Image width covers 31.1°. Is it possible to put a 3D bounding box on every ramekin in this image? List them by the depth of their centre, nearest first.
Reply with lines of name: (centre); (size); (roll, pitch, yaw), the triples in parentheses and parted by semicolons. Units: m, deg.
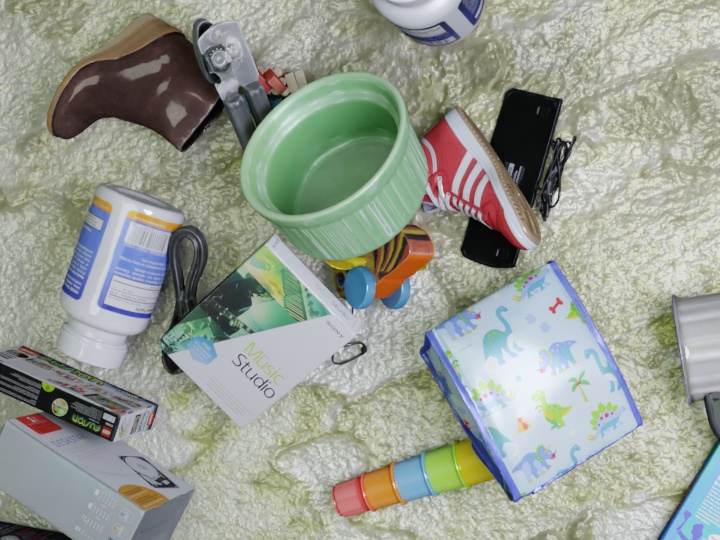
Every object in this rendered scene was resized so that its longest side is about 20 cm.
ramekin: (-0.023, -0.108, 1.409); (0.198, 0.098, 0.202); (-16, 49, 20)

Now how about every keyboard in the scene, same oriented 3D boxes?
keyboard: (0.186, -0.097, 1.459); (0.103, 0.039, 0.202); (20, 97, 37)

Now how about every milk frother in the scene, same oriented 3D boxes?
milk frother: (0.414, 0.076, 1.298); (0.186, 0.200, 0.182); (-11, 58, 14)

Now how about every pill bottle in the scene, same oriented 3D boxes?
pill bottle: (0.068, -0.311, 1.393); (0.110, 0.200, 0.112); (0, 91, 14)
pill bottle: (-0.291, 0.008, 1.536); (0.111, 0.112, 0.202); (22, 96, 13)

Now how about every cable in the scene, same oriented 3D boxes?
cable: (-0.199, 0.047, 1.535); (0.096, 0.050, 0.202); (-6, 99, 27)

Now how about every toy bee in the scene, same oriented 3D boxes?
toy bee: (0.000, 0.000, 1.465); (0.200, 0.130, 0.109); (-39, 57, 22)

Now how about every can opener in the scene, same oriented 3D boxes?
can opener: (-0.138, -0.198, 1.486); (0.053, 0.067, 0.201); (-31, 126, -15)

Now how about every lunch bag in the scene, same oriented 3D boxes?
lunch bag: (0.183, 0.122, 1.389); (0.169, 0.128, 0.201); (-30, 75, -8)

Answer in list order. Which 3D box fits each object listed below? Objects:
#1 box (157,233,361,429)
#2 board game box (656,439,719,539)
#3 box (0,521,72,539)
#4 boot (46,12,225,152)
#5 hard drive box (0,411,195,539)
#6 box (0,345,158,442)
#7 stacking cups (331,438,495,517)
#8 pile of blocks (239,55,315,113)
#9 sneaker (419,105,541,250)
box: (-0.115, 0.072, 1.458); (0.144, 0.036, 0.200); (45, 117, -8)
board game box: (0.414, 0.283, 1.390); (0.151, 0.045, 0.201); (32, 98, 13)
box: (-0.402, 0.377, 1.564); (0.198, 0.122, 0.107); (7, 93, 15)
boot: (-0.265, -0.195, 1.536); (0.200, 0.072, 0.166); (-45, 67, 3)
hard drive box: (-0.318, 0.250, 1.524); (0.199, 0.156, 0.077); (29, 97, 12)
box: (-0.354, 0.146, 1.555); (0.198, 0.110, 0.035); (21, 96, 14)
stacking cups: (0.065, 0.241, 1.478); (0.198, 0.060, 0.061); (-22, 85, 17)
pile of blocks: (-0.087, -0.201, 1.506); (0.198, 0.062, 0.083); (16, 94, 14)
sneaker: (0.114, -0.077, 1.432); (0.112, 0.071, 0.201); (-37, 56, 13)
